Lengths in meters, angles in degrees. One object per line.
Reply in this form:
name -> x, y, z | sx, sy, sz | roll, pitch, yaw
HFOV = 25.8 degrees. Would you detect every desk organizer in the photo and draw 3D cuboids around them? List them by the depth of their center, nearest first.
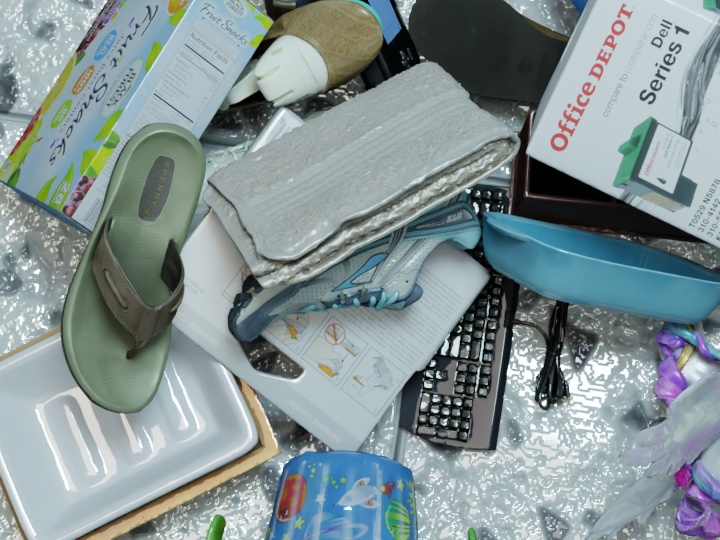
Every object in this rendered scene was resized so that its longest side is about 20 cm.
desk organizer -> 0.213, -0.067, 1.162 | 0.197, 0.077, 0.073 | 6, 80, -1

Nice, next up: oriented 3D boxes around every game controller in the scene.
game controller -> -0.004, -0.222, 1.179 | 0.042, 0.104, 0.202 | -18, 105, 26

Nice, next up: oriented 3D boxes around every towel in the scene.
towel -> -0.005, -0.070, 1.072 | 0.199, 0.035, 0.133 | -30, 39, -8

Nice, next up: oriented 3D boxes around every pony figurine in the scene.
pony figurine -> 0.258, 0.134, 1.110 | 0.199, 0.167, 0.193 | 38, 52, 13

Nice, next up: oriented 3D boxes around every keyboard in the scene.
keyboard -> 0.103, 0.036, 1.191 | 0.126, 0.021, 0.202 | 8, 81, 6

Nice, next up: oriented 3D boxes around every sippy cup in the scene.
sippy cup -> -0.013, 0.201, 1.120 | 0.176, 0.139, 0.132 | 15, 68, -24

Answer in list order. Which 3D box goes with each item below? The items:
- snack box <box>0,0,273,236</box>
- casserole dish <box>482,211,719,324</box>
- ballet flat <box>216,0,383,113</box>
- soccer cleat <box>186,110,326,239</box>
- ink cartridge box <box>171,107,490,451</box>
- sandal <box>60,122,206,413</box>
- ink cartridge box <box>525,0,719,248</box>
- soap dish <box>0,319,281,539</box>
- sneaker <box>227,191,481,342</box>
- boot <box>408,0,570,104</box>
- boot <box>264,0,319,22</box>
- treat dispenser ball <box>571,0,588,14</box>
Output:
snack box -> -0.171, -0.125, 1.166 | 0.067, 0.168, 0.201 | 34, 85, -31
casserole dish -> 0.172, 0.000, 1.123 | 0.198, 0.121, 0.039 | 9, 103, -30
ballet flat -> -0.068, -0.148, 1.161 | 0.072, 0.199, 0.068 | -46, 118, -35
soccer cleat -> -0.106, -0.067, 1.199 | 0.199, 0.069, 0.078 | -38, 96, 0
ink cartridge box -> -0.033, 0.010, 1.153 | 0.199, 0.044, 0.174 | 38, 88, -9
sandal -> -0.152, 0.000, 1.072 | 0.079, 0.057, 0.203 | 9, 98, -25
ink cartridge box -> 0.228, -0.109, 1.054 | 0.198, 0.084, 0.147 | 25, 121, 3
soap dish -> -0.176, 0.109, 1.167 | 0.198, 0.081, 0.159 | -26, 79, -1
sneaker -> 0.000, 0.000, 1.099 | 0.199, 0.078, 0.087 | -34, 100, -6
boot -> 0.128, -0.161, 1.209 | 0.199, 0.075, 0.074 | 26, 102, 23
boot -> -0.047, -0.272, 1.220 | 0.074, 0.097, 0.203 | -3, 80, 4
treat dispenser ball -> 0.239, -0.252, 1.142 | 0.198, 0.201, 0.203 | -1, 79, 4
